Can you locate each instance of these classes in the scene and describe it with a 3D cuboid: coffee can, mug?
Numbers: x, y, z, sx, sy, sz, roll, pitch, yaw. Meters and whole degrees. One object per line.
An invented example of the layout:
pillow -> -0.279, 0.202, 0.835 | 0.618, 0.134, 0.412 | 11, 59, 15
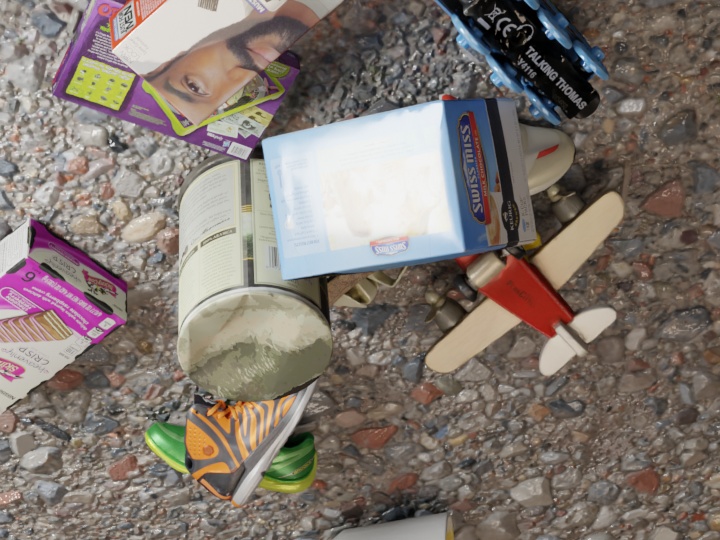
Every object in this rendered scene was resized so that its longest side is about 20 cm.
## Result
coffee can -> -0.103, 0.002, 1.565 | 0.145, 0.201, 0.147 | -3, 135, -3
mug -> 0.038, 0.386, 1.996 | 0.152, 0.150, 0.188 | -2, 128, 7

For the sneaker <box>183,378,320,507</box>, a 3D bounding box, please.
sneaker -> -0.123, 0.148, 1.770 | 0.112, 0.078, 0.201 | 32, 90, -2

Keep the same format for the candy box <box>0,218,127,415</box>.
candy box -> -0.355, 0.051, 1.681 | 0.199, 0.061, 0.136 | -35, 128, 25

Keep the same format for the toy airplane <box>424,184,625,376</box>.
toy airplane -> 0.161, 0.007, 1.641 | 0.198, 0.141, 0.201 | -7, 125, -12

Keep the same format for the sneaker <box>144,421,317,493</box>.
sneaker -> -0.144, 0.193, 1.848 | 0.198, 0.074, 0.084 | 11, 102, -10

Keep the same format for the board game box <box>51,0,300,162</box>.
board game box -> -0.169, -0.179, 1.503 | 0.199, 0.032, 0.120 | 18, 132, -22

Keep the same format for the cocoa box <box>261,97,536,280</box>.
cocoa box -> 0.033, -0.071, 1.451 | 0.199, 0.135, 0.131 | -9, 179, 34

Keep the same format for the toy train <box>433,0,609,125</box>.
toy train -> 0.139, -0.212, 1.445 | 0.087, 0.115, 0.200 | -42, 126, 15

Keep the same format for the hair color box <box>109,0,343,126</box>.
hair color box -> -0.108, -0.232, 1.413 | 0.200, 0.064, 0.111 | -38, 124, 18

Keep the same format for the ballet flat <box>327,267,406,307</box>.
ballet flat -> 0.000, 0.000, 1.635 | 0.067, 0.068, 0.200 | 40, 141, -14

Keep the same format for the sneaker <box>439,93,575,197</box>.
sneaker -> 0.108, -0.122, 1.558 | 0.198, 0.071, 0.094 | -3, 139, 1
